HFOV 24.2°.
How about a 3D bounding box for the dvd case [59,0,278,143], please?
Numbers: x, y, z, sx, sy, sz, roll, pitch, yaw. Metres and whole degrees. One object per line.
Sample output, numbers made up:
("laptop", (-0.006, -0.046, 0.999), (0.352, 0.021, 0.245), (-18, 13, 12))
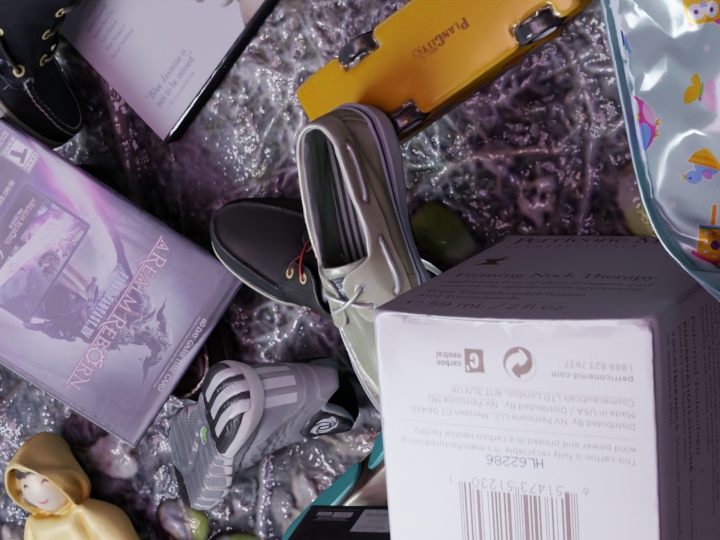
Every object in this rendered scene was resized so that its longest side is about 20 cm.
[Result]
("dvd case", (-0.160, -0.207, 1.164), (0.200, 0.018, 0.143), (46, 119, 11))

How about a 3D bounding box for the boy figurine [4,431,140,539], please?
("boy figurine", (-0.211, 0.220, 1.272), (0.124, 0.064, 0.201), (-8, 101, 32))

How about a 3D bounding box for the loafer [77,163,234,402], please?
("loafer", (-0.170, 0.016, 1.193), (0.200, 0.071, 0.073), (50, 119, 9))

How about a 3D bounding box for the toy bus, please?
("toy bus", (0.053, -0.138, 1.033), (0.200, 0.078, 0.065), (-33, 85, 30))

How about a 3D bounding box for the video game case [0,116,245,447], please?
("video game case", (-0.200, 0.009, 1.147), (0.200, 0.019, 0.143), (33, 95, -5))

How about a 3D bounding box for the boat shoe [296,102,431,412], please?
("boat shoe", (0.000, 0.000, 1.013), (0.072, 0.062, 0.201), (-11, 94, 39))

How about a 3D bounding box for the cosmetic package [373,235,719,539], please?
("cosmetic package", (0.127, 0.080, 0.977), (0.167, 0.200, 0.167), (1, 103, 28))

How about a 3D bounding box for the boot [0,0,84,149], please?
("boot", (-0.198, -0.178, 1.120), (0.153, 0.074, 0.204), (-19, 132, 14))

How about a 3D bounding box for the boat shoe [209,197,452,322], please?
("boat shoe", (-0.014, -0.004, 1.099), (0.201, 0.063, 0.074), (24, 83, 19))

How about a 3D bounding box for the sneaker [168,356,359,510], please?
("sneaker", (-0.061, 0.111, 1.160), (0.200, 0.115, 0.075), (131, 127, -63))

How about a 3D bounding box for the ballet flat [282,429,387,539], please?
("ballet flat", (0.023, 0.142, 1.134), (0.069, 0.069, 0.200), (46, 120, 11))

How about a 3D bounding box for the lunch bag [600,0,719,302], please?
("lunch bag", (0.224, -0.089, 0.901), (0.122, 0.170, 0.201), (-11, 97, 37))

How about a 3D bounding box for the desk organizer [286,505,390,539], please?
("desk organizer", (0.058, 0.196, 1.050), (0.199, 0.072, 0.077), (-2, 104, 16))
